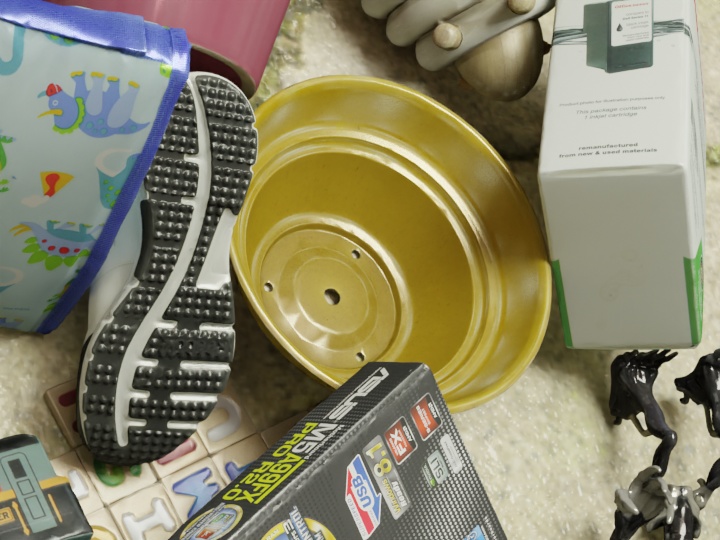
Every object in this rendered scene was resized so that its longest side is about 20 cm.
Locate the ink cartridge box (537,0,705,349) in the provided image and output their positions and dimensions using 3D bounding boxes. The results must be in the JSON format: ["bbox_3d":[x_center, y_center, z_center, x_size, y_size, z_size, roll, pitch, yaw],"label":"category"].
[{"bbox_3d":[0.159,-0.075,1.042,0.083,0.147,0.200,-2,45,14],"label":"ink cartridge box"}]

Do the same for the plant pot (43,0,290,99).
[{"bbox_3d":[-0.106,-0.190,0.957,0.199,0.200,0.180,13,75,-24],"label":"plant pot"}]

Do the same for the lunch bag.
[{"bbox_3d":[-0.191,-0.069,0.823,0.169,0.200,0.128,9,61,-26],"label":"lunch bag"}]

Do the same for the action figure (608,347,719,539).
[{"bbox_3d":[0.191,0.138,1.000,0.118,0.102,0.201,4,62,-13],"label":"action figure"}]

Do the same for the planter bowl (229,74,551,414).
[{"bbox_3d":[0.000,0.000,0.973,0.200,0.083,0.201,14,59,-23],"label":"planter bowl"}]

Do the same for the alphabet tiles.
[{"bbox_3d":[-0.075,0.131,0.908,0.167,0.008,0.200,-23,79,-37],"label":"alphabet tiles"}]

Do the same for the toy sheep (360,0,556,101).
[{"bbox_3d":[0.054,-0.195,1.079,0.138,0.138,0.201,-25,92,-37],"label":"toy sheep"}]

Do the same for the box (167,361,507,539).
[{"bbox_3d":[0.008,0.169,0.855,0.160,0.044,0.201,-39,114,-36],"label":"box"}]

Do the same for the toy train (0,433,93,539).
[{"bbox_3d":[-0.205,0.145,0.782,0.199,0.085,0.114,-14,61,-33],"label":"toy train"}]

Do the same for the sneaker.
[{"bbox_3d":[-0.101,-0.001,0.887,0.073,0.080,0.201,12,95,-26],"label":"sneaker"}]
